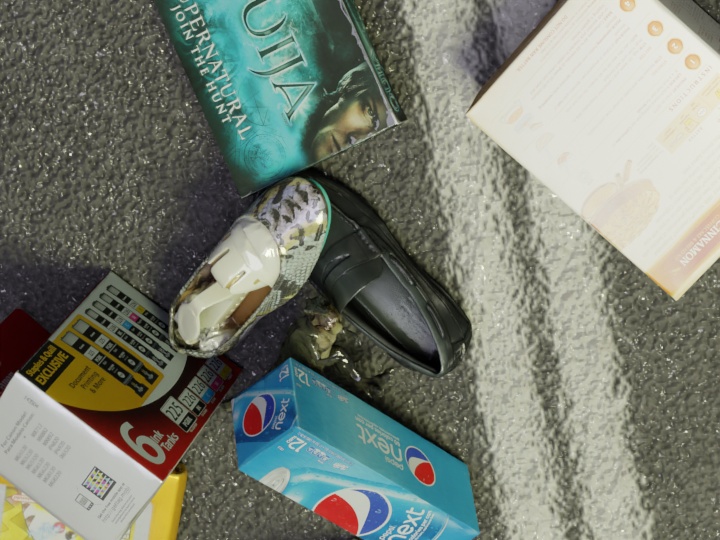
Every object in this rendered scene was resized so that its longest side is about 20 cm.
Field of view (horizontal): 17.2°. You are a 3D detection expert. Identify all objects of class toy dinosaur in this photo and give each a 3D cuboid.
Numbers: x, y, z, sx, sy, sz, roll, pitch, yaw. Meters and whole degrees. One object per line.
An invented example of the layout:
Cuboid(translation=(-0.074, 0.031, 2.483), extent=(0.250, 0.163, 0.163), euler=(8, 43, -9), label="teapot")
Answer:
Cuboid(translation=(-0.032, 0.079, 1.774), extent=(0.088, 0.048, 0.200), euler=(35, 144, -4), label="toy dinosaur")

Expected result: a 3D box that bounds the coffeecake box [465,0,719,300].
Cuboid(translation=(0.200, -0.106, 1.654), extent=(0.200, 0.073, 0.154), euler=(41, 114, -3), label="coffeecake box")

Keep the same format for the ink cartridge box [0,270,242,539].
Cuboid(translation=(-0.204, 0.089, 1.757), extent=(0.175, 0.200, 0.084), euler=(37, 115, -2), label="ink cartridge box")

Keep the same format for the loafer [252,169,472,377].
Cuboid(translation=(0.000, 0.000, 1.745), extent=(0.200, 0.070, 0.068), euler=(43, 114, -3), label="loafer")

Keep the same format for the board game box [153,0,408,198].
Cuboid(translation=(-0.066, -0.170, 1.701), extent=(0.135, 0.028, 0.201), euler=(-24, 91, 21), label="board game box")

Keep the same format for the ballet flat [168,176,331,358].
Cuboid(translation=(-0.088, 0.007, 1.732), extent=(0.072, 0.072, 0.200), euler=(38, 137, -2), label="ballet flat")

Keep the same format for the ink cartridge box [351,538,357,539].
Cuboid(translation=(0.045, 0.331, 1.816), extent=(0.199, 0.145, 0.146), euler=(24, 113, 4), label="ink cartridge box")

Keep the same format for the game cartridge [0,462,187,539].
Cuboid(translation=(-0.237, 0.238, 1.875), extent=(0.175, 0.032, 0.201), euler=(7, 105, -9), label="game cartridge")

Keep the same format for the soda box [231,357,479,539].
Cuboid(translation=(-0.003, 0.145, 1.748), extent=(0.064, 0.068, 0.200), euler=(-36, 131, 27), label="soda box")
